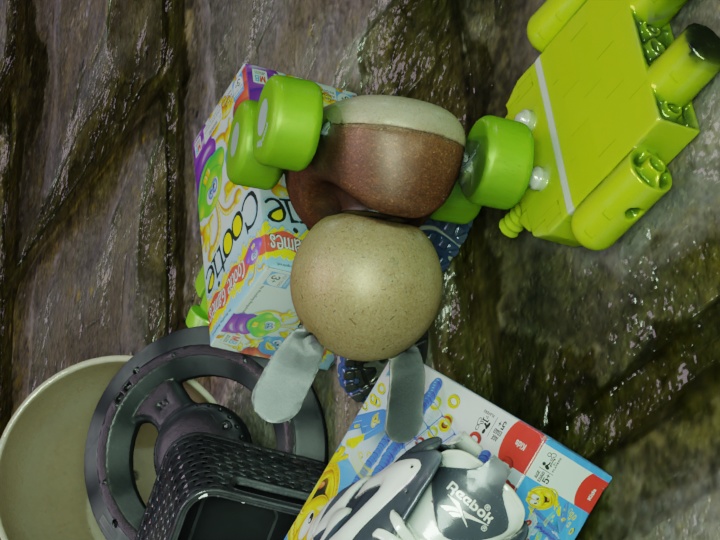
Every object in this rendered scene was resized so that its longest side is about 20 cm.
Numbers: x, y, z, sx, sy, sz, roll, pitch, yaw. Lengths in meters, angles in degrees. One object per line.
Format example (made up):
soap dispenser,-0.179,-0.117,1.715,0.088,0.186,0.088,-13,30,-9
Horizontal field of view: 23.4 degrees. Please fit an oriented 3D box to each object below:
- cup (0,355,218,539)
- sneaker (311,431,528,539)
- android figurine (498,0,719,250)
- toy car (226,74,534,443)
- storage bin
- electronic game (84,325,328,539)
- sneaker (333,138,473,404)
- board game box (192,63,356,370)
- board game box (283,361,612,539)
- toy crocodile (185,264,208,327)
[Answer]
cup,-0.189,0.184,1.424,0.143,0.198,0.202,82,-168,-74
sneaker,0.027,0.153,0.910,0.130,0.079,0.199,-44,6,25
android figurine,0.140,-0.097,1.042,0.200,0.041,0.183,-46,41,44
toy car,0.000,0.000,1.060,0.158,0.163,0.202,162,117,-73
storage bin,-0.095,0.232,1.234,0.094,0.134,0.201,-122,50,-67
electronic game,-0.119,0.141,1.325,0.198,0.042,0.202,-4,75,16
sneaker,0.018,-0.012,1.206,0.201,0.077,0.085,-71,22,10
board game box,-0.058,-0.042,1.331,0.105,0.102,0.201,-51,37,41
board game box,0.034,0.167,1.056,0.197,0.056,0.200,-59,27,-3
toy crocodile,-0.091,0.037,1.421,0.200,0.061,0.068,42,115,55
